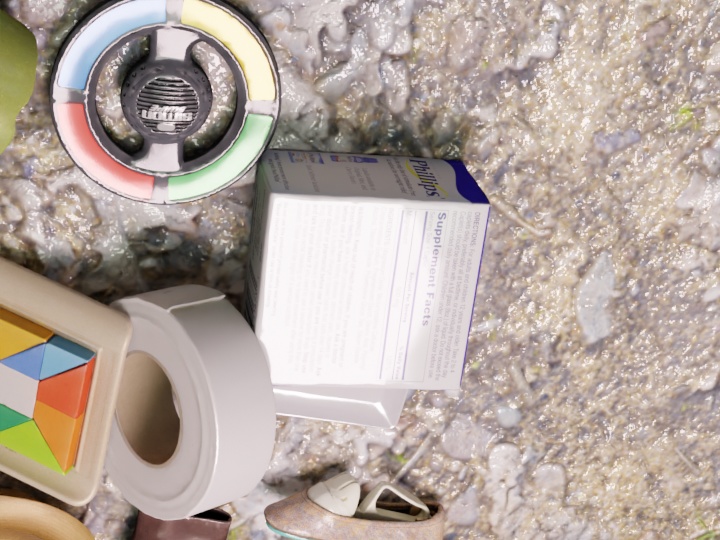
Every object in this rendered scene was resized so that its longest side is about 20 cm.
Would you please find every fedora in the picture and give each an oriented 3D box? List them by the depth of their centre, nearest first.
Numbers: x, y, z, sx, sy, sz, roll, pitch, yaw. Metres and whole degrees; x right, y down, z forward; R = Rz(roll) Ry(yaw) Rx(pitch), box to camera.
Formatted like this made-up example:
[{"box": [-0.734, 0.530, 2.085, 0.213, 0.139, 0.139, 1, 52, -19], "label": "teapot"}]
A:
[{"box": [-0.356, 0.273, 1.505, 0.198, 0.082, 0.203, -8, 125, -12], "label": "fedora"}]

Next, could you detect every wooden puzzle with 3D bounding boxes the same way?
[{"box": [-0.307, 0.099, 1.388, 0.183, 0.037, 0.202, 23, 117, 11], "label": "wooden puzzle"}]

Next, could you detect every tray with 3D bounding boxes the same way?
[{"box": [-0.046, 0.095, 1.489, 0.197, 0.022, 0.109, 9, 118, -16], "label": "tray"}]

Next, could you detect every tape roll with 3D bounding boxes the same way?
[{"box": [-0.165, 0.116, 1.373, 0.070, 0.202, 0.205, -12, 130, -42], "label": "tape roll"}]

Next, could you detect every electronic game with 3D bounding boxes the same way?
[{"box": [-0.165, -0.146, 1.307, 0.197, 0.042, 0.202, -5, 122, -8], "label": "electronic game"}]

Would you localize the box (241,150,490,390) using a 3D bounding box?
[{"box": [0.000, 0.000, 1.378, 0.197, 0.105, 0.186, 3, 114, -12], "label": "box"}]

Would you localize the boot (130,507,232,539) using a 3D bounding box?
[{"box": [-0.156, 0.319, 1.574, 0.197, 0.073, 0.168, 16, 121, -14], "label": "boot"}]

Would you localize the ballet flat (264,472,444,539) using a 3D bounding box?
[{"box": [-0.001, 0.243, 1.561, 0.198, 0.068, 0.068, 14, 106, -26], "label": "ballet flat"}]

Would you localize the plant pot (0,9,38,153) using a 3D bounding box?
[{"box": [-0.359, -0.168, 1.190, 0.188, 0.201, 0.201, 20, 117, -35], "label": "plant pot"}]
